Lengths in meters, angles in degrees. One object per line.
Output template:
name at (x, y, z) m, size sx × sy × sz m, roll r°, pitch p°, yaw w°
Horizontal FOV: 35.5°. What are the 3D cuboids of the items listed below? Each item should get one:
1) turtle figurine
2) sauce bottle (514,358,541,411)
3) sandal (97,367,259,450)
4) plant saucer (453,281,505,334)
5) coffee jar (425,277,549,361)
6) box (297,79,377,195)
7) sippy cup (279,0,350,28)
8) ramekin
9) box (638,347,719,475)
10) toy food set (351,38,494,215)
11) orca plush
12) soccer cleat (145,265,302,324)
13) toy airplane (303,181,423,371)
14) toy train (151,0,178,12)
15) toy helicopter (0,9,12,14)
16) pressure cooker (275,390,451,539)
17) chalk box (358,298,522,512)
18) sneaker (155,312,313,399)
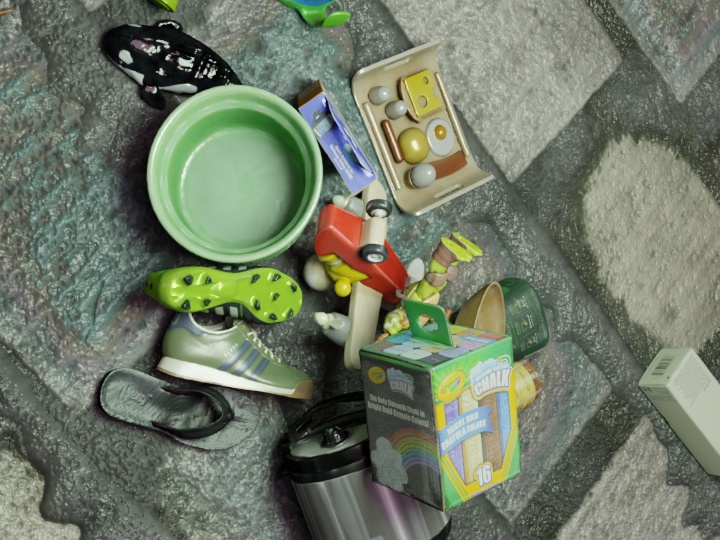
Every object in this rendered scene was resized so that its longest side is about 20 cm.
turtle figurine at (0.078, 0.034, 1.315) m, size 0.199 × 0.064 × 0.163 m, roll 1°, pitch 125°, yaw -59°
sauce bottle at (0.152, 0.184, 1.494) m, size 0.198 × 0.066 × 0.067 m, roll -25°, pitch 98°, yaw -25°
sandal at (-0.206, 0.164, 1.305) m, size 0.198 × 0.048 × 0.077 m, roll 15°, pitch 79°, yaw -26°
plant saucer at (0.137, 0.113, 1.359) m, size 0.200 × 0.035 × 0.204 m, roll 7°, pitch 90°, yaw -72°
coffee jar at (0.150, 0.093, 1.486) m, size 0.198 × 0.085 × 0.106 m, roll -25°, pitch 106°, yaw -28°
box at (-0.030, -0.162, 1.348) m, size 0.041 × 0.200 × 0.120 m, roll -32°, pitch 103°, yaw 7°
sippy cup at (-0.047, -0.405, 1.390) m, size 0.178 × 0.130 × 0.140 m, roll 49°, pitch 66°, yaw -16°
ramekin at (-0.141, -0.101, 1.297) m, size 0.196 × 0.098 × 0.204 m, roll 0°, pitch 81°, yaw -1°
box at (0.508, 0.212, 1.684) m, size 0.082 × 0.068 × 0.201 m, roll -46°, pitch 108°, yaw -23°
toy food set at (0.086, -0.190, 1.486) m, size 0.142 × 0.060 × 0.203 m, roll -26°, pitch 99°, yaw -27°
orca plush at (-0.202, -0.235, 1.324) m, size 0.199 × 0.071 × 0.106 m, roll 37°, pitch 70°, yaw -22°
soccer cleat at (-0.154, 0.022, 1.300) m, size 0.198 × 0.080 × 0.069 m, roll 8°, pitch 94°, yaw -42°
toy airplane at (0.000, 0.000, 1.391) m, size 0.200 × 0.139 × 0.203 m, roll -41°, pitch 121°, yaw -64°
toy train at (-0.209, -0.356, 1.329) m, size 0.198 × 0.084 × 0.117 m, roll 28°, pitch 84°, yaw -24°
toy helicopter at (-0.462, -0.297, 1.199) m, size 0.199 × 0.079 × 0.133 m, roll -41°, pitch 114°, yaw -14°
pressure cooker at (0.007, 0.244, 1.343) m, size 0.174 × 0.178 × 0.203 m, roll -25°, pitch 99°, yaw -25°
chalk box at (0.084, 0.129, 1.204) m, size 0.122 × 0.123 × 0.204 m, roll -15°, pitch 107°, yaw -37°
sneaker at (-0.140, 0.094, 1.335) m, size 0.197 × 0.067 × 0.092 m, roll 14°, pitch 84°, yaw -25°
